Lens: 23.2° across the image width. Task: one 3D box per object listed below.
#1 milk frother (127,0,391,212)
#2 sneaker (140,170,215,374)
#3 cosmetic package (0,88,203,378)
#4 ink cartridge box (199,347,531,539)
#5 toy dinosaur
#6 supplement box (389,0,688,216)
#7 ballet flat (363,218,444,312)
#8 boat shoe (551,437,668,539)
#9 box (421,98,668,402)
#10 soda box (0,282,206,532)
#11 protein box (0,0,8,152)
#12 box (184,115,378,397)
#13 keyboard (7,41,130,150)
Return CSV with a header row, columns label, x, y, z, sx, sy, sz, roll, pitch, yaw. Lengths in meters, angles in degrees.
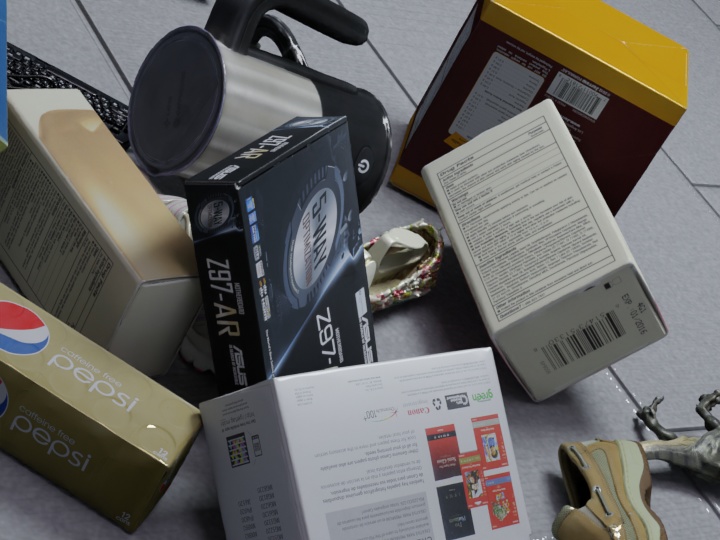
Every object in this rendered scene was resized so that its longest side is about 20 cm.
label,x,y,z,sx,sy,sz,roll,pitch,yaw
milk frother,-0.103,-0.142,1.427,0.199,0.182,0.187,0,-11,45
sneaker,-0.127,-0.021,1.286,0.200,0.089,0.081,46,35,23
cosmetic package,-0.194,-0.026,1.226,0.071,0.106,0.200,-7,50,-45
ink cartridge box,0.011,0.152,1.141,0.199,0.084,0.177,-4,79,-43
toy dinosaur,0.274,0.142,1.442,0.198,0.048,0.089,10,44,-25
supplement box,0.162,-0.139,1.584,0.196,0.201,0.133,28,31,-5
ballet flat,0.000,0.000,1.388,0.076,0.064,0.200,41,34,17
boat shoe,0.175,0.195,1.276,0.075,0.072,0.200,9,28,-6
box,0.149,-0.017,1.437,0.109,0.127,0.201,53,13,-46
soda box,-0.202,0.077,1.114,0.199,0.064,0.068,32,32,2
protein box,-0.352,-0.165,1.184,0.199,0.134,0.201,45,20,-37
box,-0.050,0.010,1.220,0.043,0.202,0.160,2,20,27
keyboard,-0.265,-0.158,1.408,0.199,0.040,0.104,26,31,-6
